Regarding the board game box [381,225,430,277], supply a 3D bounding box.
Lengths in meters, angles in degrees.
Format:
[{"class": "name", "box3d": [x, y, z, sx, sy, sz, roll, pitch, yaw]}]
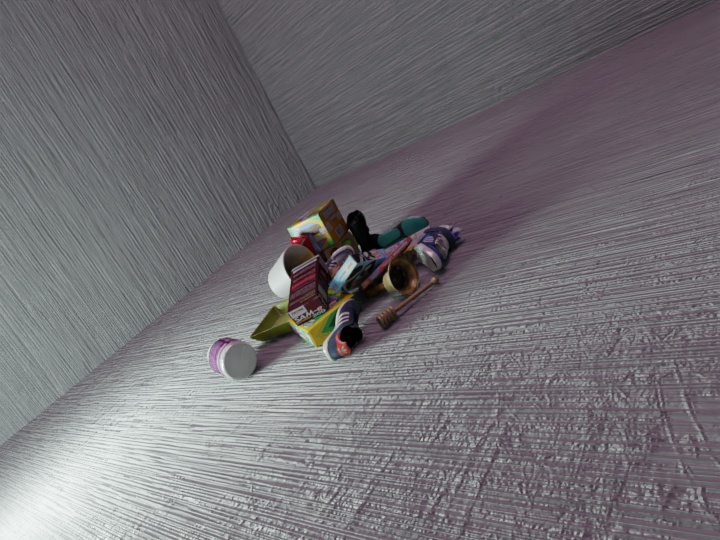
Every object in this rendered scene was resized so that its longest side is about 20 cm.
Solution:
[{"class": "board game box", "box3d": [0.145, -0.063, 1.676, 0.195, 0.035, 0.135, -29, 17, 12]}]

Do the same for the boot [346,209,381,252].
[{"class": "boot", "box3d": [0.018, -0.140, 1.880, 0.074, 0.172, 0.201, -20, 19, 18]}]

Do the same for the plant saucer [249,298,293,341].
[{"class": "plant saucer", "box3d": [-0.243, 0.155, 1.736, 0.195, 0.049, 0.201, -23, 19, 27]}]

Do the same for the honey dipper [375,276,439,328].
[{"class": "honey dipper", "box3d": [0.123, 0.074, 1.336, 0.197, 0.039, 0.038, -36, 17, -20]}]

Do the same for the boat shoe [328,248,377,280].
[{"class": "boat shoe", "box3d": [-0.018, -0.022, 1.638, 0.197, 0.072, 0.077, -32, -26, -37]}]

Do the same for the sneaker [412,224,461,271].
[{"class": "sneaker", "box3d": [0.229, -0.078, 1.486, 0.144, 0.082, 0.200, -36, 11, -2]}]

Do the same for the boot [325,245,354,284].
[{"class": "boot", "box3d": [-0.086, 0.004, 1.665, 0.201, 0.073, 0.090, -48, 10, -6]}]

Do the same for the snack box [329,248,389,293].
[{"class": "snack box", "box3d": [0.000, 0.000, 1.545, 0.117, 0.037, 0.198, -54, -20, 26]}]

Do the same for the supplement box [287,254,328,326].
[{"class": "supplement box", "box3d": [-0.150, 0.055, 1.538, 0.106, 0.061, 0.203, -27, 33, 17]}]

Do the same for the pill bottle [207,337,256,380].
[{"class": "pill bottle", "box3d": [-0.395, 0.262, 1.592, 0.112, 0.115, 0.197, -39, 19, -28]}]

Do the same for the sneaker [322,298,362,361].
[{"class": "sneaker", "box3d": [-0.023, 0.144, 1.339, 0.083, 0.076, 0.203, -21, 30, 33]}]

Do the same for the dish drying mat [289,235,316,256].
[{"class": "dish drying mat", "box3d": [-0.178, -0.033, 1.816, 0.074, 0.205, 0.019, -5, 39, 18]}]

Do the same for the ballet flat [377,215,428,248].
[{"class": "ballet flat", "box3d": [0.149, -0.140, 1.837, 0.194, 0.069, 0.070, -24, 3, 18]}]

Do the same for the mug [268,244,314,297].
[{"class": "mug", "box3d": [-0.222, 0.028, 1.774, 0.152, 0.186, 0.152, -33, 23, 42]}]

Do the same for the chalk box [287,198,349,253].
[{"class": "chalk box", "box3d": [-0.161, -0.137, 1.831, 0.195, 0.127, 0.125, -20, 20, 33]}]

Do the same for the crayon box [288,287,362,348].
[{"class": "crayon box", "box3d": [-0.106, 0.132, 1.538, 0.171, 0.059, 0.199, -38, 17, -17]}]

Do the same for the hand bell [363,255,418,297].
[{"class": "hand bell", "box3d": [0.067, 0.043, 1.478, 0.104, 0.105, 0.199, -42, 6, -36]}]

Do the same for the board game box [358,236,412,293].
[{"class": "board game box", "box3d": [0.072, -0.014, 1.550, 0.200, 0.019, 0.103, -45, -6, -10]}]

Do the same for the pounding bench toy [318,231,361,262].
[{"class": "pounding bench toy", "box3d": [-0.055, -0.072, 1.898, 0.198, 0.127, 0.154, -39, 18, -24]}]
